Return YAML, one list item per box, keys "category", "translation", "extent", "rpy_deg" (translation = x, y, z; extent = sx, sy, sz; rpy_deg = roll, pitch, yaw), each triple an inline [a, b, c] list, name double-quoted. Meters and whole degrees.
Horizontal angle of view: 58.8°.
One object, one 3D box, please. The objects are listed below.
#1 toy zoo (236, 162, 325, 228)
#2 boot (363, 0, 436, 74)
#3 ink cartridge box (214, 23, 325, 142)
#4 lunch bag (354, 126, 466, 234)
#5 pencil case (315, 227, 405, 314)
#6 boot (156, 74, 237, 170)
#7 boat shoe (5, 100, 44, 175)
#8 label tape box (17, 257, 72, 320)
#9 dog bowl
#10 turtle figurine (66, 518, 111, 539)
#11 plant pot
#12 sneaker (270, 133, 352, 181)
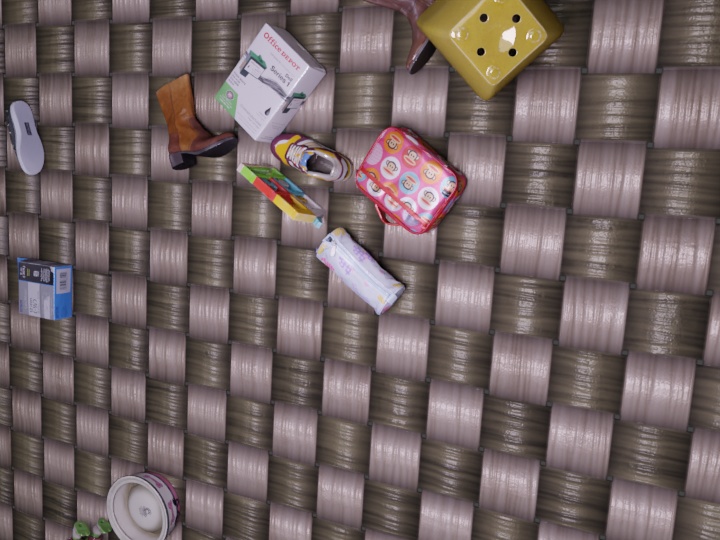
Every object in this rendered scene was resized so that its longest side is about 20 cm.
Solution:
- category: "toy zoo"
  translation: [-0.155, -0.159, 1.356]
  extent: [0.200, 0.131, 0.020]
  rpy_deg: [41, 110, 14]
- category: "boot"
  translation: [0.068, -0.505, 1.255]
  extent: [0.199, 0.064, 0.187]
  rpy_deg: [30, 94, 14]
- category: "ink cartridge box"
  translation: [-0.193, -0.399, 1.368]
  extent: [0.146, 0.084, 0.200]
  rpy_deg: [46, 111, 11]
- category: "lunch bag"
  translation: [0.091, -0.171, 1.282]
  extent: [0.200, 0.082, 0.176]
  rpy_deg: [42, 114, 15]
- category: "pencil case"
  translation: [0.000, 0.000, 1.332]
  extent: [0.200, 0.091, 0.083]
  rpy_deg: [44, 70, 11]
- category: "boot"
  translation: [-0.379, -0.354, 1.479]
  extent: [0.188, 0.068, 0.201]
  rpy_deg: [-15, 83, 31]
- category: "boat shoe"
  translation: [-0.889, -0.345, 1.686]
  extent: [0.056, 0.069, 0.201]
  rpy_deg: [-15, 85, 32]
- category: "label tape box"
  translation: [-0.873, 0.047, 1.723]
  extent: [0.199, 0.066, 0.144]
  rpy_deg: [7, 99, 21]
- category: "dog bowl"
  translation: [-0.554, 0.613, 1.650]
  extent: [0.199, 0.074, 0.201]
  rpy_deg: [3, 96, 23]
- category: "turtle figurine"
  translation: [-0.748, 0.782, 1.719]
  extent: [0.143, 0.200, 0.194]
  rpy_deg: [25, 104, -17]
- category: "plant pot"
  translation: [0.225, -0.412, 1.093]
  extent: [0.195, 0.200, 0.194]
  rpy_deg: [-40, 106, 23]
- category: "sneaker"
  translation: [-0.116, -0.243, 1.351]
  extent: [0.199, 0.090, 0.075]
  rpy_deg: [21, 104, 19]
